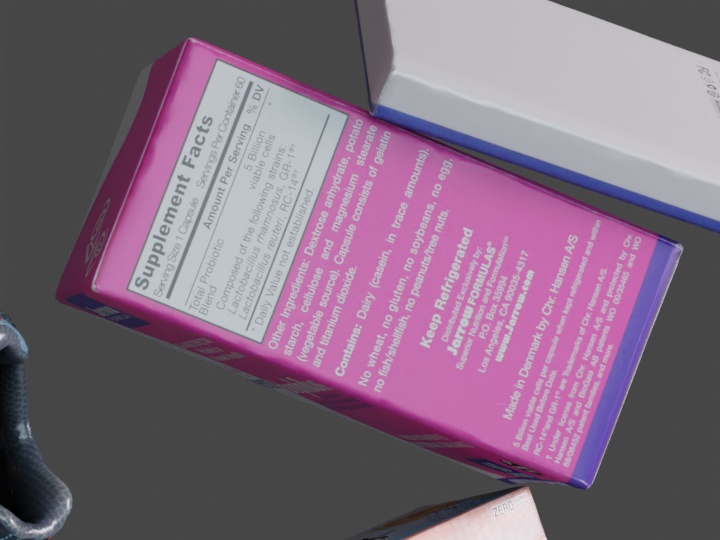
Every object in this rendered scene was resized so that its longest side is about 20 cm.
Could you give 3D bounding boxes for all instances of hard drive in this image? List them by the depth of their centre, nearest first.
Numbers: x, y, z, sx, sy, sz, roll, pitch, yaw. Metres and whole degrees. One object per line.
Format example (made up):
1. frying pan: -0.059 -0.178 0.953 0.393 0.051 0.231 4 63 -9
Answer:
1. hard drive: 0.096 -0.061 1.086 0.200 0.132 0.025 18 114 -12

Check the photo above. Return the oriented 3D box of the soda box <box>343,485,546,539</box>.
1. soda box: -0.016 0.141 1.037 0.200 0.064 0.069 -20 92 -39

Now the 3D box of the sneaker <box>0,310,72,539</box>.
1. sneaker: -0.157 0.017 1.025 0.079 0.095 0.200 -30 100 -46

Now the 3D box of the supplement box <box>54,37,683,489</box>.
1. supplement box: 0.000 0.000 1.069 0.200 0.101 0.104 24 82 -11
